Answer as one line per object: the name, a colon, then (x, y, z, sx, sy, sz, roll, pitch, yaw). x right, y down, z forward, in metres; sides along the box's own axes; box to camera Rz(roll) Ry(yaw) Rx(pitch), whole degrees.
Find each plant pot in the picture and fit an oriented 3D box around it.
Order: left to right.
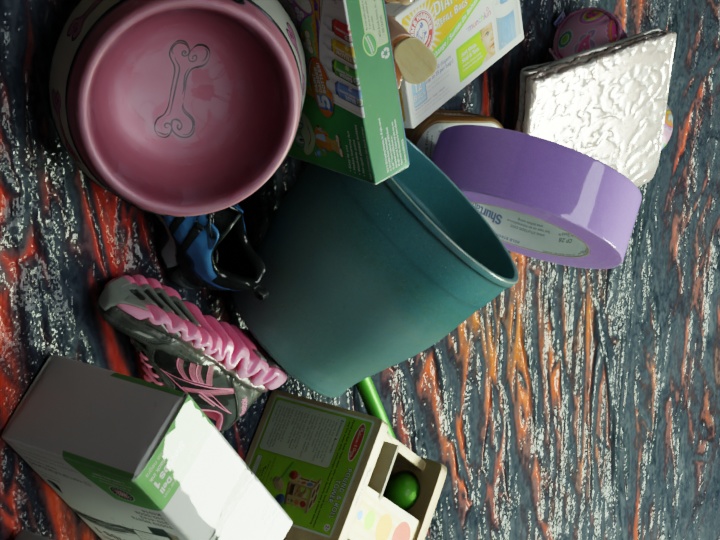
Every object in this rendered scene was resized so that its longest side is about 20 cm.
plant pot: (0.000, 0.000, 1.677, 0.188, 0.200, 0.200, -44, 147, 13)

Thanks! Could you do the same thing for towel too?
towel: (0.238, -0.148, 2.065, 0.199, 0.032, 0.192, -20, 131, -28)

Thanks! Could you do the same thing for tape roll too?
tape roll: (0.158, -0.067, 1.839, 0.200, 0.199, 0.066, 33, 72, -54)

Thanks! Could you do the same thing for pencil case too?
pencil case: (0.272, -0.201, 2.139, 0.200, 0.087, 0.088, 46, 62, -50)

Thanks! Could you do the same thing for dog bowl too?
dog bowl: (-0.132, -0.130, 1.471, 0.198, 0.074, 0.202, -4, 111, -11)

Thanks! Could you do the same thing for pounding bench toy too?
pounding bench toy: (-0.003, 0.171, 1.804, 0.156, 0.124, 0.201, 39, 67, -53)

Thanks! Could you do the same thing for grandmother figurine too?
grandmother figurine: (-0.014, -0.206, 1.640, 0.120, 0.200, 0.061, -17, 126, -12)

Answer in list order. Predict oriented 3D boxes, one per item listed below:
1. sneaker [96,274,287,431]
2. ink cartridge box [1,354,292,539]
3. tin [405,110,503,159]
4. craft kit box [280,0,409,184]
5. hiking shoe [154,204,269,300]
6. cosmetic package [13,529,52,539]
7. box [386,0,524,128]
sneaker: (-0.150, 0.076, 1.616, 0.095, 0.079, 0.200, -47, 134, 10)
ink cartridge box: (-0.163, 0.165, 1.549, 0.085, 0.145, 0.200, -60, 141, -24)
tin: (0.084, -0.100, 1.932, 0.199, 0.042, 0.113, -6, 101, -55)
craft kit box: (-0.055, -0.185, 1.556, 0.048, 0.197, 0.201, -29, 123, -31)
hiking shoe: (-0.133, -0.062, 1.577, 0.075, 0.086, 0.201, -57, 140, -29)
cosmetic package: (-0.204, 0.336, 1.522, 0.165, 0.164, 0.200, -59, 141, -25)
box: (0.051, -0.224, 1.787, 0.200, 0.101, 0.113, -42, 132, -42)
